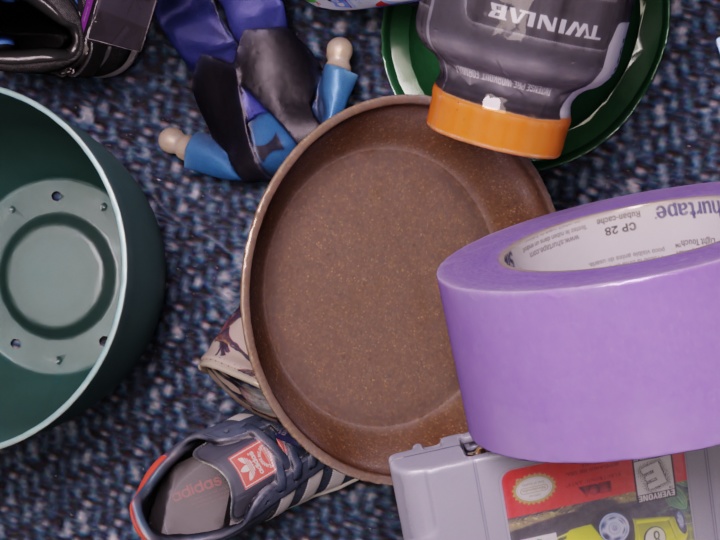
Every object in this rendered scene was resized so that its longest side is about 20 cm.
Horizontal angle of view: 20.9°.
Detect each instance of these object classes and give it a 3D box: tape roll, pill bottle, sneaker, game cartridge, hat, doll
[{"bbox_3d":[0.142,0.021,0.955,0.199,0.200,0.085,-11,101,12],"label":"tape roll"},{"bbox_3d":[0.089,-0.159,0.961,0.106,0.106,0.201,16,103,13],"label":"pill bottle"},{"bbox_3d":[-0.046,0.104,1.122,0.200,0.084,0.075,-35,82,9],"label":"sneaker"},{"bbox_3d":[-0.236,-0.164,1.155,0.199,0.112,0.073,15,99,12],"label":"sneaker"},{"bbox_3d":[0.122,0.135,1.007,0.199,0.041,0.134,-13,115,-2],"label":"game cartridge"},{"bbox_3d":[0.086,-0.156,1.051,0.165,0.176,0.201,31,95,10],"label":"hat"},{"bbox_3d":[-0.068,-0.110,1.151,0.136,0.048,0.201,-31,80,19],"label":"doll"}]

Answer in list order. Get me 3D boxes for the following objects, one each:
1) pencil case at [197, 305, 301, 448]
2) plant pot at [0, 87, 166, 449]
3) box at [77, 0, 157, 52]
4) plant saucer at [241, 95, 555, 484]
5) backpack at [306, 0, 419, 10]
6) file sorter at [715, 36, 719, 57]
[{"bbox_3d":[0.000,0.000,1.087,0.089,0.078,0.200,33,74,6],"label":"pencil case"},{"bbox_3d":[-0.201,0.001,1.120,0.199,0.161,0.202,0,88,13],"label":"plant pot"},{"bbox_3d":[-0.123,-0.217,1.070,0.036,0.200,0.144,12,111,-18],"label":"box"},{"bbox_3d":[0.019,0.010,1.022,0.199,0.037,0.202,-2,94,-31],"label":"plant saucer"},{"bbox_3d":[0.005,-0.242,1.049,0.199,0.154,0.192,-9,75,34],"label":"backpack"},{"bbox_3d":[0.285,-0.062,1.034,0.138,0.123,0.201,-20,84,11],"label":"file sorter"}]
